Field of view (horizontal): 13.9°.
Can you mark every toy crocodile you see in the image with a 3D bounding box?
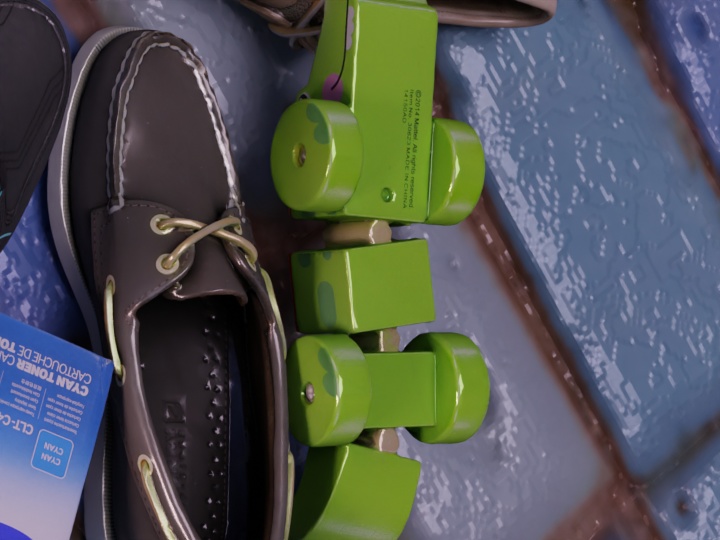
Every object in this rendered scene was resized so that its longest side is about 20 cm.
[{"bbox_3d":[0.000,0.000,1.017,0.067,0.062,0.200,-1,90,-35],"label":"toy crocodile"}]

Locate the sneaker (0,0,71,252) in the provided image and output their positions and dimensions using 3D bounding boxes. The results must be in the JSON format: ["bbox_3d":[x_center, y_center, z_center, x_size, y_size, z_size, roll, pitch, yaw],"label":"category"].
[{"bbox_3d":[-0.136,-0.010,0.871,0.075,0.079,0.200,45,56,-20],"label":"sneaker"}]

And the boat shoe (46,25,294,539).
[{"bbox_3d":[-0.058,0.013,0.988,0.072,0.060,0.202,0,82,-37],"label":"boat shoe"}]

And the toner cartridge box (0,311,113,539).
[{"bbox_3d":[-0.178,0.037,0.907,0.200,0.043,0.095,25,68,-30],"label":"toner cartridge box"}]

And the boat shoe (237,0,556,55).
[{"bbox_3d":[-0.006,-0.110,1.046,0.200,0.072,0.065,-7,85,-43],"label":"boat shoe"}]
